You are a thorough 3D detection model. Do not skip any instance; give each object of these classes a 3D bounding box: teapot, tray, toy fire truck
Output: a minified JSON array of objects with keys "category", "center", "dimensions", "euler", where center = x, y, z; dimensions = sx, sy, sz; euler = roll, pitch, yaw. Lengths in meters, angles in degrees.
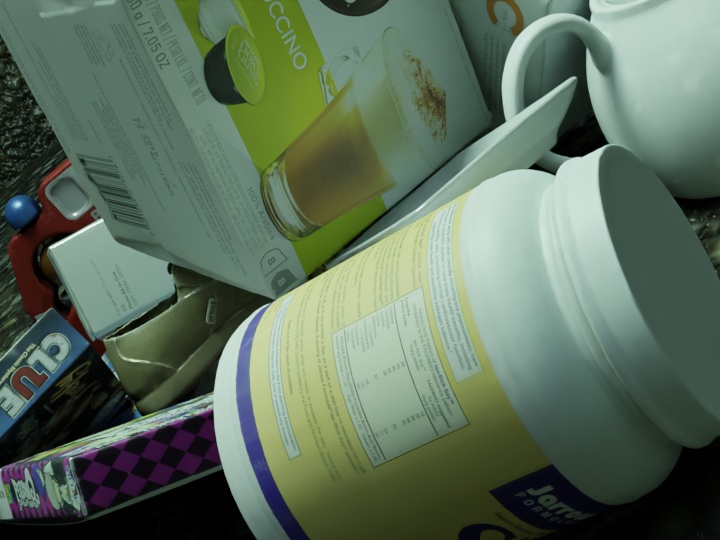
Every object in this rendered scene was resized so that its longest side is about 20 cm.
[{"category":"teapot","center":[0.194,-0.145,0.729],"dimensions":[0.196,0.146,0.201],"euler":[-24,25,38]},{"category":"tray","center":[0.045,-0.039,0.693],"dimensions":[0.107,0.022,0.200],"euler":[-41,4,-15]},{"category":"toy fire truck","center":[-0.241,-0.028,1.239],"dimensions":[0.199,0.168,0.112],"euler":[-35,19,10]}]

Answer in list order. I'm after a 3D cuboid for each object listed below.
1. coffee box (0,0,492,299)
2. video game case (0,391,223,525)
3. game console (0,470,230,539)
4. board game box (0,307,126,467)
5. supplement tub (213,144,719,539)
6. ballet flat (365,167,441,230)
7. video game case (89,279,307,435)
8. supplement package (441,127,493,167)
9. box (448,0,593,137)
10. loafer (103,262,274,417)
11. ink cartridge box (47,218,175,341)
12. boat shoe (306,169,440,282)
[{"category":"coffee box","center":[-0.075,-0.135,0.811],"dimensions":[0.197,0.201,0.199],"euler":[-39,31,-25]},{"category":"video game case","center":[-0.096,0.093,0.748],"dimensions":[0.198,0.036,0.181],"euler":[-18,-2,-30]},{"category":"game console","center":[-0.137,0.185,0.806],"dimensions":[0.199,0.116,0.178],"euler":[-18,58,47]},{"category":"board game box","center":[-0.219,0.104,0.856],"dimensions":[0.136,0.035,0.200],"euler":[-48,-7,-12]},{"category":"supplement tub","center":[0.050,0.047,0.572],"dimensions":[0.199,0.146,0.146],"euler":[-28,22,29]},{"category":"ballet flat","center":[0.004,-0.040,0.979],"dimensions":[0.199,0.063,0.069],"euler":[-2,66,55]},{"category":"video game case","center":[-0.146,0.079,1.015],"dimensions":[0.199,0.046,0.182],"euler":[-25,25,35]},{"category":"supplement package","center":[0.037,-0.132,1.029],"dimensions":[0.199,0.120,0.122],"euler":[-12,34,52]},{"category":"box","center":[0.071,-0.189,0.851],"dimensions":[0.199,0.125,0.097],"euler":[37,61,28]},{"category":"loafer","center":[-0.093,0.008,0.874],"dimensions":[0.200,0.067,0.076],"euler":[-49,13,-4]},{"category":"ink cartridge box","center":[-0.157,-0.026,1.105],"dimensions":[0.199,0.088,0.145],"euler":[-31,5,-12]},{"category":"boat shoe","center":[0.000,0.000,0.886],"dimensions":[0.199,0.067,0.074],"euler":[-34,20,16]}]
